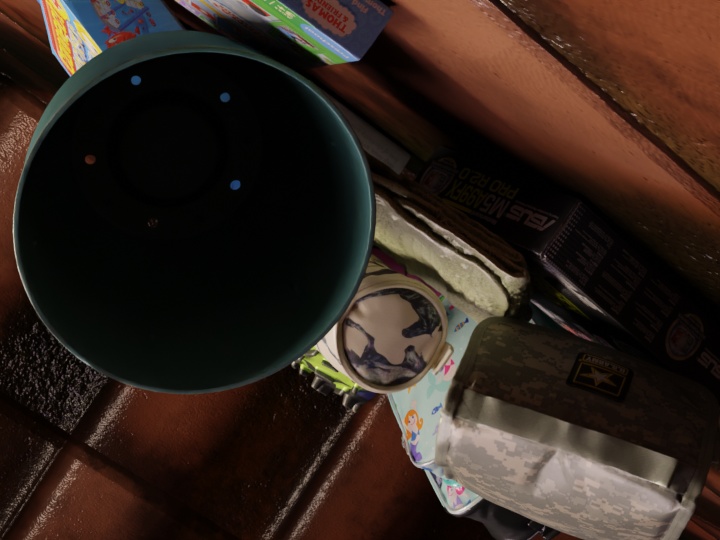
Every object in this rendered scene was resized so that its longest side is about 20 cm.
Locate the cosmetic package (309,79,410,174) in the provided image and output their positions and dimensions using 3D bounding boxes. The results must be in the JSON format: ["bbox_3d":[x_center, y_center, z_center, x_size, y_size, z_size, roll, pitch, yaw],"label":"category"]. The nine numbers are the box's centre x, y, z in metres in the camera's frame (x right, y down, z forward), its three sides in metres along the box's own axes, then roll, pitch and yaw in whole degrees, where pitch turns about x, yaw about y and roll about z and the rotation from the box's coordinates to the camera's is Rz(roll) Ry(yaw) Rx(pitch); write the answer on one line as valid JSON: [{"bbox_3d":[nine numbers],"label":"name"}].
[{"bbox_3d":[-0.049,-0.093,1.293,0.102,0.074,0.200,36,173,-21],"label":"cosmetic package"}]

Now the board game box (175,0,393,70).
[{"bbox_3d":[-0.076,-0.167,0.934,0.151,0.037,0.200,34,176,-14],"label":"board game box"}]

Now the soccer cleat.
[{"bbox_3d":[-0.007,0.058,1.328,0.065,0.084,0.200,29,171,8],"label":"soccer cleat"}]

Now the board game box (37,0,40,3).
[{"bbox_3d":[-0.186,-0.188,1.422,0.152,0.045,0.200,33,177,6],"label":"board game box"}]

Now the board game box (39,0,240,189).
[{"bbox_3d":[-0.149,-0.127,1.207,0.196,0.056,0.200,52,168,6],"label":"board game box"}]

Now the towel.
[{"bbox_3d":[0.047,-0.016,1.098,0.148,0.036,0.200,35,175,10],"label":"towel"}]

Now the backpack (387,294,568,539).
[{"bbox_3d":[0.110,0.087,1.307,0.151,0.178,0.200,37,-160,-32],"label":"backpack"}]

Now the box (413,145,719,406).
[{"bbox_3d":[0.142,0.004,1.112,0.200,0.044,0.160,38,175,-35],"label":"box"}]

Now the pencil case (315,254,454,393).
[{"bbox_3d":[-0.005,0.022,1.154,0.089,0.078,0.200,17,-172,-21],"label":"pencil case"}]

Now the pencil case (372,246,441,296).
[{"bbox_3d":[0.000,0.000,1.422,0.200,0.091,0.094,11,-140,-30],"label":"pencil case"}]

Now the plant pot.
[{"bbox_3d":[-0.104,-0.051,0.997,0.201,0.201,0.161,36,-171,-22],"label":"plant pot"}]

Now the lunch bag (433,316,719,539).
[{"bbox_3d":[0.138,0.106,1.075,0.164,0.118,0.200,19,173,9],"label":"lunch bag"}]
